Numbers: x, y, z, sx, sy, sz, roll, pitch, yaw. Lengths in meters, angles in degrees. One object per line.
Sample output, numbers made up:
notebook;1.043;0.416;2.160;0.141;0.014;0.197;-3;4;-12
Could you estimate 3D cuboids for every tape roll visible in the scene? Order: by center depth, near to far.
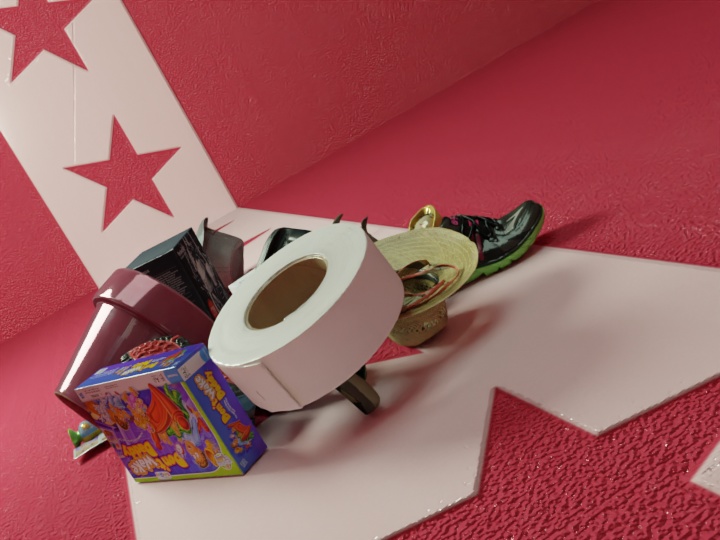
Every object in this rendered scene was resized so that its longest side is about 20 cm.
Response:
tape roll;-0.057;0.045;0.838;0.202;0.071;0.203;-30;28;17

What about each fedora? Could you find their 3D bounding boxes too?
fedora;-0.286;-0.020;1.699;0.090;0.178;0.200;2;6;-1

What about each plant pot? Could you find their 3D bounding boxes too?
plant pot;-0.298;0.126;1.098;0.200;0.200;0.179;-7;45;56

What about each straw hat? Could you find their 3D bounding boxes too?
straw hat;0.053;0.038;0.929;0.200;0.085;0.201;-20;27;11

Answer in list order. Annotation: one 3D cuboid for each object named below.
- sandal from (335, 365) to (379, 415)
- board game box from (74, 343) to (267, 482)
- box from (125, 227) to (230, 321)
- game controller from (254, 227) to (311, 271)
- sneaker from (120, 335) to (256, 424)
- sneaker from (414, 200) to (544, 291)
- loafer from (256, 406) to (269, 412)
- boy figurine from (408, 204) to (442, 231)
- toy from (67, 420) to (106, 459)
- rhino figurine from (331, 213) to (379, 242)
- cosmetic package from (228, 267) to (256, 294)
sandal;-0.022;0.095;0.877;0.057;0.080;0.201;-53;27;-6
board game box;-0.210;0.160;0.897;0.200;0.135;0.045;-16;19;41
box;-0.292;0.045;1.357;0.104;0.182;0.200;-27;13;3
game controller;-0.119;0.035;1.146;0.104;0.042;0.201;12;79;39
sneaker;-0.203;0.144;0.957;0.200;0.096;0.079;16;32;36
sneaker;0.139;-0.037;1.029;0.200;0.084;0.077;-28;15;0
loafer;-0.123;0.129;0.985;0.200;0.072;0.063;-18;11;43
boy figurine;0.072;-0.027;1.170;0.124;0.065;0.200;-17;21;46
toy;-0.334;0.191;1.204;0.200;0.047;0.115;-32;16;-12
rhino figurine;0.000;0.000;1.051;0.087;0.060;0.200;-17;51;-2
cosmetic package;-0.132;0.008;1.462;0.151;0.052;0.200;-38;17;-24
